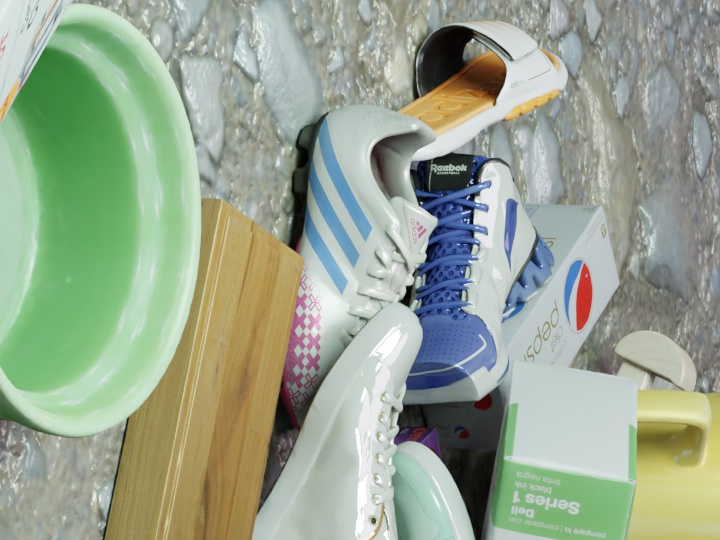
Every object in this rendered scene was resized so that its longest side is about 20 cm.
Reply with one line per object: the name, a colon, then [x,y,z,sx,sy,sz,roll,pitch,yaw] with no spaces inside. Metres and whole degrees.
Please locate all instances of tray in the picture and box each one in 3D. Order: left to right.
tray: [-0.083,0.071,1.522,0.099,0.037,0.201,36,61,-56]

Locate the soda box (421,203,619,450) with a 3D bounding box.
soda box: [0.106,0.035,1.840,0.200,0.063,0.068,-52,135,-46]

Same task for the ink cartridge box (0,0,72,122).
ink cartridge box: [-0.191,-0.147,1.150,0.146,0.144,0.201,117,-2,-54]

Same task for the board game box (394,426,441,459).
board game box: [0.028,0.214,1.742,0.120,0.032,0.201,-45,129,-57]

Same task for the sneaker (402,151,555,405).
sneaker: [0.057,-0.008,1.747,0.200,0.080,0.116,-60,137,-52]

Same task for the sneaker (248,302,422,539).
sneaker: [0.001,0.120,1.567,0.201,0.084,0.073,-63,163,-3]

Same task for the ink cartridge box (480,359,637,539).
ink cartridge box: [0.114,0.179,1.690,0.146,0.084,0.201,-76,175,-68]

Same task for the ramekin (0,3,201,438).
ramekin: [-0.167,-0.024,1.300,0.200,0.097,0.201,-4,95,-61]

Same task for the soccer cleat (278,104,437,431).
soccer cleat: [0.000,0.000,1.620,0.070,0.086,0.201,17,76,-60]

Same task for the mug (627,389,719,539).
mug: [0.170,0.138,1.830,0.150,0.152,0.188,-87,178,-66]

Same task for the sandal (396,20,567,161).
sandal: [0.067,-0.124,1.747,0.207,0.079,0.060,-36,125,-53]

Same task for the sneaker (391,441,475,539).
sneaker: [0.003,0.204,1.623,0.118,0.074,0.202,-2,93,-38]

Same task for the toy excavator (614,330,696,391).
toy excavator: [0.196,0.170,1.974,0.200,0.194,0.100,53,9,23]
